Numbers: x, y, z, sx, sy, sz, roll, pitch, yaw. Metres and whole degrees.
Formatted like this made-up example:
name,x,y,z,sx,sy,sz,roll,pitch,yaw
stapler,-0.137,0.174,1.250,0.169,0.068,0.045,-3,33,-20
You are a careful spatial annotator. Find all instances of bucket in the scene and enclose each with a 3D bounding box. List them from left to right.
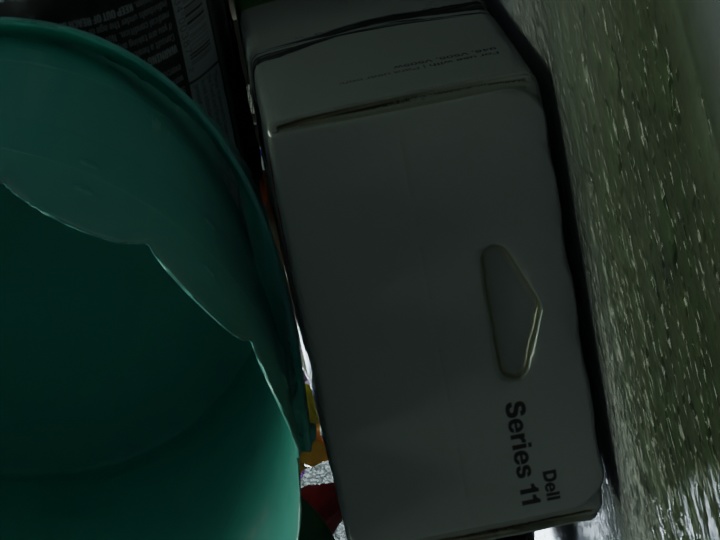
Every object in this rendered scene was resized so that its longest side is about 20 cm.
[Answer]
name,x,y,z,sx,sy,sz,roll,pitch,yaw
bucket,-0.116,0.029,0.732,0.135,0.207,0.208,-90,-9,-60

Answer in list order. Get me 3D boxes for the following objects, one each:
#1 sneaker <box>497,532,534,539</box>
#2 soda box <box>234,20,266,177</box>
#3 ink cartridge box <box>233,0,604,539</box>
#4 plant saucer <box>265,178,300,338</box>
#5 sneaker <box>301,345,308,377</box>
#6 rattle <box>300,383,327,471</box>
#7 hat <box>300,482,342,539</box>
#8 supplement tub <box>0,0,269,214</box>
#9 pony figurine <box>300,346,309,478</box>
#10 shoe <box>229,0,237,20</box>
name,x,y,z,sx,sy,sz,roll,pitch,yaw
sneaker,0.034,0.057,1.011,0.200,0.066,0.090,68,-168,18
soda box,-0.042,-0.144,1.011,0.071,0.063,0.201,39,-129,-64
ink cartridge box,0.014,-0.015,0.773,0.200,0.083,0.147,-108,7,-71
plant saucer,-0.069,-0.054,1.099,0.200,0.035,0.200,42,-165,-15
sneaker,0.000,0.000,0.946,0.087,0.075,0.201,-29,66,46
rattle,-0.022,0.018,1.167,0.130,0.143,0.200,51,-156,-32
hat,-0.026,0.142,0.936,0.165,0.176,0.200,-2,65,51
supplement tub,-0.092,-0.055,0.834,0.107,0.107,0.200,-105,4,-56
pony figurine,-0.018,0.066,1.295,0.200,0.166,0.194,-154,75,-75
shoe,-0.030,-0.149,0.818,0.070,0.053,0.200,55,146,17
